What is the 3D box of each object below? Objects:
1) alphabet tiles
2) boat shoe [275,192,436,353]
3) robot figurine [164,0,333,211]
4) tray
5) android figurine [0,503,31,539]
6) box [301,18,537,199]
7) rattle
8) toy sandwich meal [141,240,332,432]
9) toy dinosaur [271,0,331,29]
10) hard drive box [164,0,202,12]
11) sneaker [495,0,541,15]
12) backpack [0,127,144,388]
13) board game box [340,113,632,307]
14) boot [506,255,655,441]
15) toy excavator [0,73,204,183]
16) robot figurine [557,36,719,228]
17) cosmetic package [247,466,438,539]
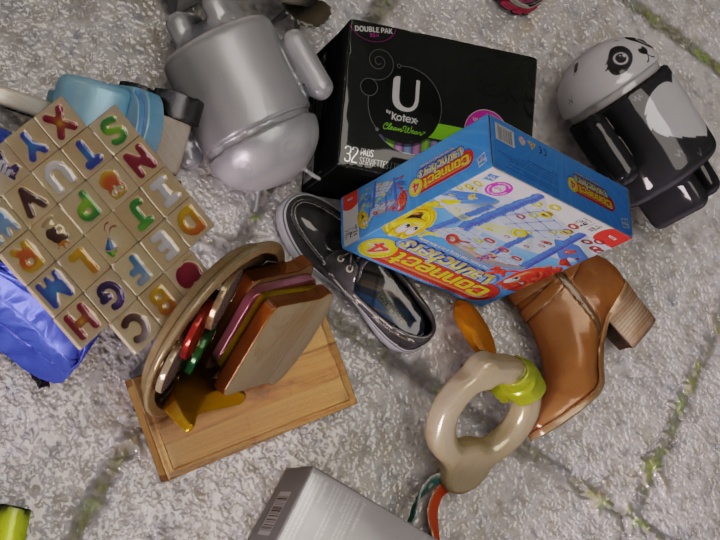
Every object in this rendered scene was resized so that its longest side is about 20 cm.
[{"bbox_3d":[-0.216,-0.038,1.192,0.200,0.006,0.166,51,58,-9],"label":"alphabet tiles"},{"bbox_3d":[0.000,0.000,1.410,0.070,0.066,0.200,-42,96,-22],"label":"boat shoe"},{"bbox_3d":[-0.110,-0.161,1.372,0.169,0.113,0.201,-25,90,17],"label":"robot figurine"},{"bbox_3d":[-0.110,0.115,1.365,0.199,0.037,0.099,-20,88,-22],"label":"tray"},{"bbox_3d":[-0.347,0.296,1.240,0.181,0.041,0.201,16,73,-18],"label":"android figurine"},{"bbox_3d":[0.057,-0.142,1.428,0.199,0.124,0.150,8,78,-18],"label":"box"},{"bbox_3d":[0.081,0.148,1.430,0.130,0.143,0.201,-1,123,-52],"label":"rattle"},{"bbox_3d":[-0.108,0.062,1.261,0.070,0.205,0.205,36,68,14],"label":"toy sandwich meal"},{"bbox_3d":[-0.056,-0.288,1.362,0.077,0.200,0.103,22,87,14],"label":"toy dinosaur"},{"bbox_3d":[-0.109,-0.353,1.379,0.199,0.156,0.077,-33,78,-22],"label":"hard drive box"},{"bbox_3d":[0.208,-0.370,1.553,0.080,0.075,0.201,22,73,-16],"label":"sneaker"},{"bbox_3d":[-0.290,-0.029,1.254,0.199,0.168,0.163,36,59,-9],"label":"backpack"},{"bbox_3d":[0.117,-0.049,1.361,0.199,0.195,0.056,22,55,-37],"label":"board game box"},{"bbox_3d":[0.190,0.060,1.477,0.155,0.074,0.200,44,66,-3],"label":"boot"},{"bbox_3d":[-0.270,-0.141,1.297,0.199,0.194,0.101,20,87,-41],"label":"toy excavator"},{"bbox_3d":[0.293,-0.147,1.516,0.124,0.150,0.201,-34,94,1],"label":"robot figurine"},{"bbox_3d":[0.002,0.275,1.353,0.199,0.090,0.107,35,70,-15],"label":"cosmetic package"}]
